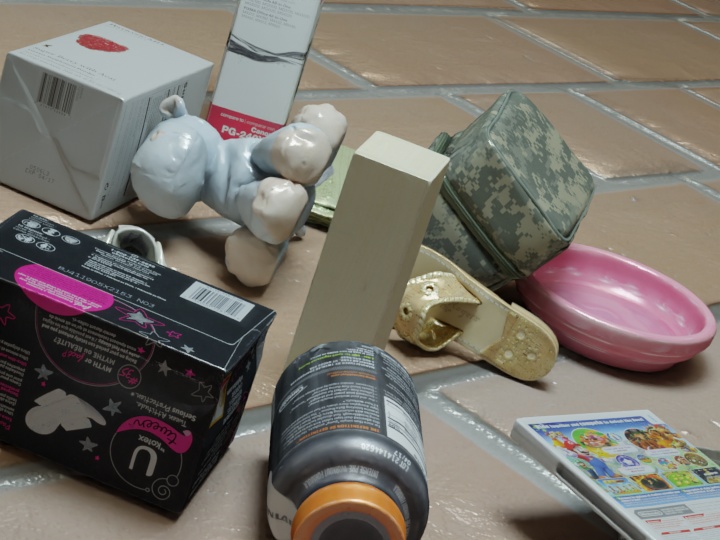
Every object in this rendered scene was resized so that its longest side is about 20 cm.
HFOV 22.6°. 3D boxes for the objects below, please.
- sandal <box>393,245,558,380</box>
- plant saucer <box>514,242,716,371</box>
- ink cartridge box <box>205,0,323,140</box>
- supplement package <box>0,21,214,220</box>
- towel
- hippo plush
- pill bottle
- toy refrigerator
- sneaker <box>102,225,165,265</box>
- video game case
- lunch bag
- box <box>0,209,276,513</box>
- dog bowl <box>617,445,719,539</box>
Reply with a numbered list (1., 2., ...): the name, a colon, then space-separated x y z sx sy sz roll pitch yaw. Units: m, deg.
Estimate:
1. sandal: 0.069 0.036 1.527 0.211 0.078 0.070 26 16 4
2. plant saucer: 0.234 0.038 1.696 0.200 0.051 0.201 15 21 -6
3. ink cartridge box: -0.095 -0.234 1.878 0.083 0.200 0.145 17 21 -3
4. supplement package: -0.238 -0.142 1.649 0.121 0.120 0.200 22 21 12
5. towel: -0.013 -0.084 1.810 0.148 0.037 0.200 17 21 -6
6. hippo plush: -0.112 -0.099 1.577 0.161 0.160 0.200 26 23 1
7. pill bottle: -0.009 0.133 1.186 0.106 0.106 0.200 16 21 -7
8. toy refrigerator: 0.000 0.000 1.388 0.070 0.200 0.076 21 22 8
9. sneaker: -0.171 0.003 1.381 0.075 0.100 0.200 12 21 -11
10. video game case: 0.218 0.160 1.271 0.143 0.018 0.200 0 28 -38
11. lunch bag: 0.106 -0.056 1.659 0.139 0.168 0.200 49 24 -8
12. box: -0.178 0.058 1.219 0.200 0.115 0.132 22 20 6
13. dog bowl: 0.280 0.204 1.316 0.200 0.059 0.200 17 21 -7
